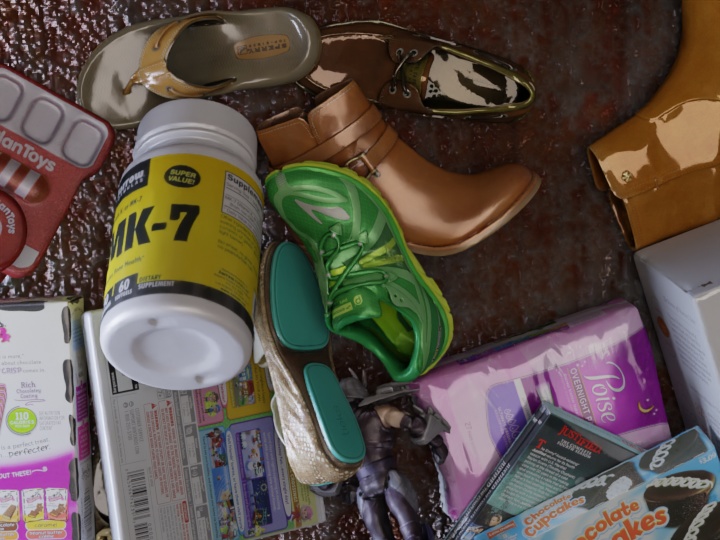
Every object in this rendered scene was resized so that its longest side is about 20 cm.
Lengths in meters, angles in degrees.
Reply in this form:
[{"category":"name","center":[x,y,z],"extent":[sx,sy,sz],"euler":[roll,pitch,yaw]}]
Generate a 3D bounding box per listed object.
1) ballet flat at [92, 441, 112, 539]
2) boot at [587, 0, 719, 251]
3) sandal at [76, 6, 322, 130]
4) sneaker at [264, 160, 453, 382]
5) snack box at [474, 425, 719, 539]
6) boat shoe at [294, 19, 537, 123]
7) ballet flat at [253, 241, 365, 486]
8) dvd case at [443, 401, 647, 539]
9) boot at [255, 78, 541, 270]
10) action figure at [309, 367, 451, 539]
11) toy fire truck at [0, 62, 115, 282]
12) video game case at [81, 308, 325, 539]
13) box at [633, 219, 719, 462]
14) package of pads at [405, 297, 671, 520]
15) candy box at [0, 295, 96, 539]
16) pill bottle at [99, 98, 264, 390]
[{"category":"ballet flat","center":[-0.179,0.146,1.726],"extent":[0.067,0.046,0.202],"euler":[13,91,-7]},{"category":"boot","center":[0.245,-0.127,1.749],"extent":[0.143,0.071,0.203],"euler":[-19,102,-12]},{"category":"sandal","center":[-0.129,-0.162,1.701],"extent":[0.198,0.054,0.081],"euler":[-11,93,8]},{"category":"sneaker","center":[0.000,0.000,1.662],"extent":[0.074,0.084,0.200],"euler":[-29,109,34]},{"category":"snack box","center":[0.198,0.216,1.718],"extent":[0.199,0.037,0.117],"euler":[-26,122,-3]},{"category":"boat shoe","center":[0.043,-0.158,1.726],"extent":[0.198,0.068,0.073],"euler":[5,94,-7]},{"category":"ballet flat","center":[-0.053,0.076,1.691],"extent":[0.070,0.065,0.201],"euler":[10,55,-41]},{"category":"dvd case","center":[0.145,0.211,1.734],"extent":[0.145,0.022,0.201],"euler":[25,109,-27]},{"category":"boot","center":[0.027,-0.084,1.716],"extent":[0.199,0.077,0.156],"euler":[-22,105,13]},{"category":"action figure","center":[0.017,0.170,1.700],"extent":[0.130,0.069,0.201],"euler":[-31,69,37]},{"category":"toy fire truck","center":[-0.308,-0.087,1.672],"extent":[0.199,0.112,0.169],"euler":[29,73,-8]},{"category":"video game case","center":[-0.121,0.117,1.711],"extent":[0.181,0.022,0.202],"euler":[-10,95,-30]},{"category":"box","center":[0.310,0.074,1.716],"extent":[0.106,0.152,0.201],"euler":[-20,107,-6]},{"category":"package of pads","center":[0.142,0.110,1.751],"extent":[0.199,0.076,0.121],"euler":[-18,99,-6]},{"category":"candy box","center":[-0.279,0.123,1.693],"extent":[0.135,0.061,0.202],"euler":[-1,94,5]},{"category":"pill bottle","center":[-0.131,-0.022,1.648],"extent":[0.113,0.115,0.201],"euler":[8,55,-8]}]
